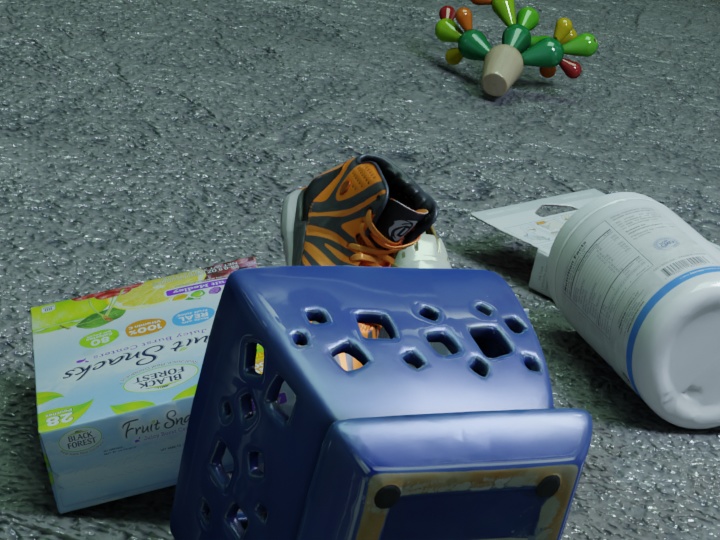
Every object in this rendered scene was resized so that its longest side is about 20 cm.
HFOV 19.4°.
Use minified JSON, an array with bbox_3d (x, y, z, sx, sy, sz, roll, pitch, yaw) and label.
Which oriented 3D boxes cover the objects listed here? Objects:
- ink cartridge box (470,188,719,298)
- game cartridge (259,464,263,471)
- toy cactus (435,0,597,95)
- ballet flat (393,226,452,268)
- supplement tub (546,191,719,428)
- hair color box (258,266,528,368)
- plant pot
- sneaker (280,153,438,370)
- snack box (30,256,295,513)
[{"bbox_3d":[0.221,-0.016,1.946,0.173,0.044,0.199,27,26,37],"label":"ink cartridge box"},{"bbox_3d":[-0.028,0.108,1.498,0.198,0.041,0.133,7,17,-13],"label":"game cartridge"},{"bbox_3d":[0.174,-0.257,2.502,0.198,0.103,0.165,17,40,8],"label":"toy cactus"},{"bbox_3d":[0.044,-0.014,1.816,0.068,0.064,0.200,6,21,-14],"label":"ballet flat"},{"bbox_3d":[0.246,0.030,1.713,0.131,0.133,0.200,4,21,-20],"label":"supplement tub"},{"bbox_3d":[0.017,0.041,1.589,0.199,0.061,0.099,11,8,38],"label":"hair color box"},{"bbox_3d":[0.017,0.125,1.257,0.198,0.201,0.180,0,30,-28],"label":"plant pot"},{"bbox_3d":[0.000,0.000,1.485,0.077,0.112,0.201,22,47,-40],"label":"sneaker"},{"bbox_3d":[-0.133,0.072,1.419,0.167,0.068,0.200,-14,25,-5],"label":"snack box"}]
